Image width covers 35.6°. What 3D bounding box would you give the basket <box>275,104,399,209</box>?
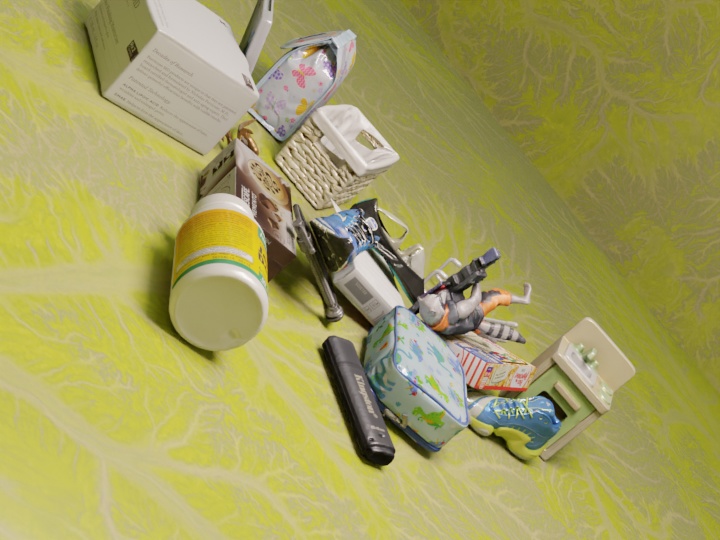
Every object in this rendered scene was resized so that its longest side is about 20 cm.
[{"bbox_3d":[-0.040,-0.193,1.919,0.136,0.123,0.200,49,20,5],"label":"basket"}]

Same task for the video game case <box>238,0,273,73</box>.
[{"bbox_3d":[-0.184,-0.338,1.786,0.022,0.201,0.183,20,27,-14],"label":"video game case"}]

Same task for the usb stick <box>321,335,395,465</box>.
[{"bbox_3d":[-0.004,0.165,1.453,0.055,0.033,0.201,30,26,-42],"label":"usb stick"}]

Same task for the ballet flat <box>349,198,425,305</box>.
[{"bbox_3d":[0.058,-0.031,1.751,0.200,0.068,0.068,51,11,-21],"label":"ballet flat"}]

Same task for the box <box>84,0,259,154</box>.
[{"bbox_3d":[-0.276,-0.309,1.635,0.199,0.131,0.200,29,26,-41],"label":"box"}]

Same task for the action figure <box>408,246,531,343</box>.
[{"bbox_3d":[0.173,0.053,1.678,0.192,0.200,0.105,3,60,-33],"label":"action figure"}]

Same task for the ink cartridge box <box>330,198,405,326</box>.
[{"bbox_3d":[0.000,0.000,1.723,0.162,0.050,0.201,48,11,-34],"label":"ink cartridge box"}]

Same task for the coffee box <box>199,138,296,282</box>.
[{"bbox_3d":[-0.155,-0.078,1.523,0.113,0.080,0.201,41,20,-26],"label":"coffee box"}]

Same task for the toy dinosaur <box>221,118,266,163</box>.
[{"bbox_3d":[-0.182,-0.188,1.742,0.106,0.060,0.201,62,6,-55],"label":"toy dinosaur"}]

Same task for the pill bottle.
[{"bbox_3d":[-0.165,-0.006,1.321,0.113,0.113,0.201,38,21,-25],"label":"pill bottle"}]

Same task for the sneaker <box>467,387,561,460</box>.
[{"bbox_3d":[0.236,0.216,1.746,0.199,0.105,0.076,34,25,-33],"label":"sneaker"}]

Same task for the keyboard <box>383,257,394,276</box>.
[{"bbox_3d":[0.028,-0.029,1.875,0.104,0.040,0.200,45,19,-8],"label":"keyboard"}]

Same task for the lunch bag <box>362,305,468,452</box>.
[{"bbox_3d":[0.080,0.153,1.576,0.161,0.082,0.200,41,21,-16],"label":"lunch bag"}]

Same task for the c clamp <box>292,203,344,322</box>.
[{"bbox_3d":[-0.062,-0.004,1.551,0.171,0.027,0.201,-112,180,-50],"label":"c clamp"}]

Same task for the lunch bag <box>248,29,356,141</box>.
[{"bbox_3d":[-0.097,-0.346,1.975,0.127,0.200,0.170,45,20,-7],"label":"lunch bag"}]

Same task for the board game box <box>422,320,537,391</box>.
[{"bbox_3d":[0.174,0.135,1.776,0.151,0.047,0.199,30,10,31],"label":"board game box"}]

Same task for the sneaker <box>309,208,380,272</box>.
[{"bbox_3d":[-0.019,-0.054,1.559,0.200,0.088,0.079,-115,-178,-79],"label":"sneaker"}]

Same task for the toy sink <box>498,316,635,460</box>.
[{"bbox_3d":[0.344,0.196,1.869,0.131,0.200,0.112,49,19,2],"label":"toy sink"}]

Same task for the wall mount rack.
[{"bbox_3d":[0.187,0.065,1.975,0.174,0.074,0.200,50,21,3],"label":"wall mount rack"}]
